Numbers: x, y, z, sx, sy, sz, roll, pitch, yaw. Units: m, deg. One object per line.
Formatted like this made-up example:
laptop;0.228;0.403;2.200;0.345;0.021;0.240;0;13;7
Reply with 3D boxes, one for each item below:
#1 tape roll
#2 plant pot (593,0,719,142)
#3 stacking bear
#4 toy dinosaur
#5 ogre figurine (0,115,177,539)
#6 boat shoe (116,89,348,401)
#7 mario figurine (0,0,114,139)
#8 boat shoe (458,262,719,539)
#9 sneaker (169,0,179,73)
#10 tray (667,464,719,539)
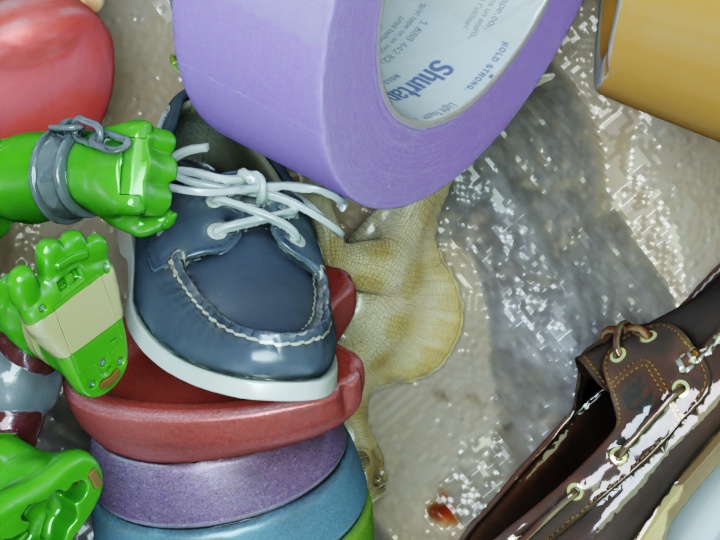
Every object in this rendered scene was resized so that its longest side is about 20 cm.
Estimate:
tape roll;0.020;-0.125;0.947;0.065;0.200;0.201;28;87;23
plant pot;0.187;-0.115;1.024;0.182;0.200;0.202;10;89;1
stacking bear;-0.039;0.118;1.030;0.113;0.122;0.201;-10;113;2
toy dinosaur;0.000;0.000;1.087;0.101;0.058;0.201;18;95;-18
ogre figurine;-0.139;0.036;0.951;0.098;0.120;0.201;-11;114;-43
boat shoe;-0.045;-0.012;0.979;0.074;0.200;0.062;10;109;-12
mario figurine;-0.158;-0.128;1.071;0.123;0.106;0.201;-28;79;32
boat shoe;0.113;0.056;1.077;0.070;0.070;0.200;36;87;-7
sneaker;0.012;-0.132;1.085;0.199;0.072;0.083;-21;112;-2
tray;0.174;0.127;1.105;0.107;0.022;0.201;35;87;-4
